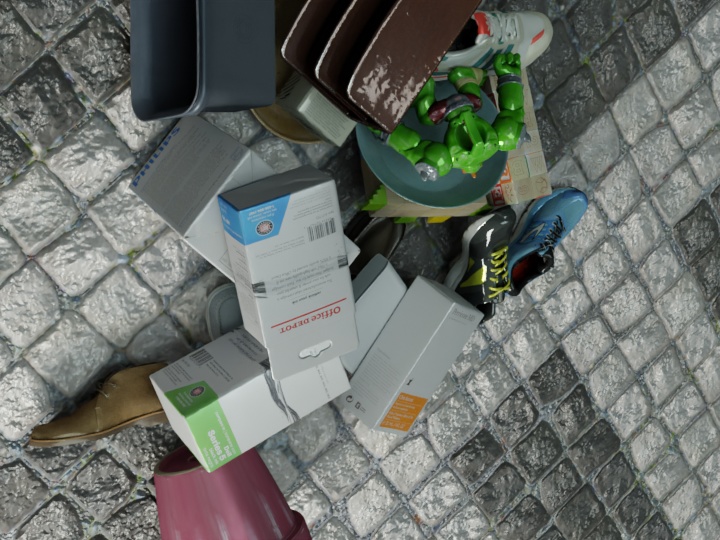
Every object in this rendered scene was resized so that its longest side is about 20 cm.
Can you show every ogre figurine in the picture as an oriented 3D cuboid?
[{"bbox_3d":[0.114,-0.177,1.470,0.197,0.121,0.098,-12,155,-24],"label":"ogre figurine"}]

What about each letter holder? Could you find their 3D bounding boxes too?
[{"bbox_3d":[0.022,-0.282,1.388,0.142,0.100,0.201,37,86,-31],"label":"letter holder"}]

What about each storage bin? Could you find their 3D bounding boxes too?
[{"bbox_3d":[-0.174,-0.263,1.384,0.133,0.144,0.204,1,87,-45],"label":"storage bin"}]

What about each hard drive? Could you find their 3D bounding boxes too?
[{"bbox_3d":[0.019,0.074,1.628,0.132,0.027,0.200,-49,149,-7],"label":"hard drive"}]

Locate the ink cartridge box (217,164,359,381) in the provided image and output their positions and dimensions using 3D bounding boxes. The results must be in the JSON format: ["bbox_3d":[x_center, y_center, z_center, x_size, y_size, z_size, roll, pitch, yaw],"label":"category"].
[{"bbox_3d":[-0.075,0.003,1.333,0.115,0.068,0.203,-19,116,-22],"label":"ink cartridge box"}]

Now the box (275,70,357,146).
[{"bbox_3d":[-0.008,-0.256,1.479,0.082,0.068,0.201,39,85,-33],"label":"box"}]

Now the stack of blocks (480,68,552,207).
[{"bbox_3d":[0.177,-0.188,1.624,0.058,0.115,0.203,-15,96,-25],"label":"stack of blocks"}]

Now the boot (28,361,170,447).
[{"bbox_3d":[-0.312,0.163,1.501,0.198,0.073,0.077,-15,100,-33],"label":"boot"}]

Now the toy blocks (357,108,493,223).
[{"bbox_3d":[0.076,-0.142,1.588,0.197,0.100,0.139,-2,75,-28],"label":"toy blocks"}]

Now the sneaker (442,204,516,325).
[{"bbox_3d":[0.177,-0.006,1.659,0.074,0.085,0.201,-23,152,-29],"label":"sneaker"}]

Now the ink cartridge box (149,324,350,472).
[{"bbox_3d":[-0.131,0.132,1.469,0.198,0.145,0.085,-28,114,-16],"label":"ink cartridge box"}]

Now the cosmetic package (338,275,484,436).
[{"bbox_3d":[0.068,0.115,1.642,0.202,0.071,0.101,-58,149,7],"label":"cosmetic package"}]

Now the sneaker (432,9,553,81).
[{"bbox_3d":[0.156,-0.282,1.504,0.197,0.093,0.071,-13,82,-16],"label":"sneaker"}]

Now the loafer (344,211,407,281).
[{"bbox_3d":[0.000,0.000,1.614,0.073,0.071,0.201,39,85,-34],"label":"loafer"}]

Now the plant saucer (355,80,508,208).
[{"bbox_3d":[0.085,-0.159,1.531,0.197,0.039,0.204,6,64,-12],"label":"plant saucer"}]

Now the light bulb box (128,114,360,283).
[{"bbox_3d":[-0.137,-0.061,1.436,0.125,0.200,0.198,-50,124,-3],"label":"light bulb box"}]

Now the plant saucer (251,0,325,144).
[{"bbox_3d":[-0.063,-0.257,1.509,0.197,0.035,0.204,-10,111,-27],"label":"plant saucer"}]

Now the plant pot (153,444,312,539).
[{"bbox_3d":[-0.174,0.311,1.561,0.198,0.199,0.182,-22,102,-22],"label":"plant pot"}]

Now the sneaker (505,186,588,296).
[{"bbox_3d":[0.257,-0.032,1.741,0.200,0.090,0.079,-46,123,-10],"label":"sneaker"}]

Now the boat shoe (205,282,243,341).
[{"bbox_3d":[-0.138,0.110,1.575,0.074,0.065,0.205,-25,117,-21],"label":"boat shoe"}]
